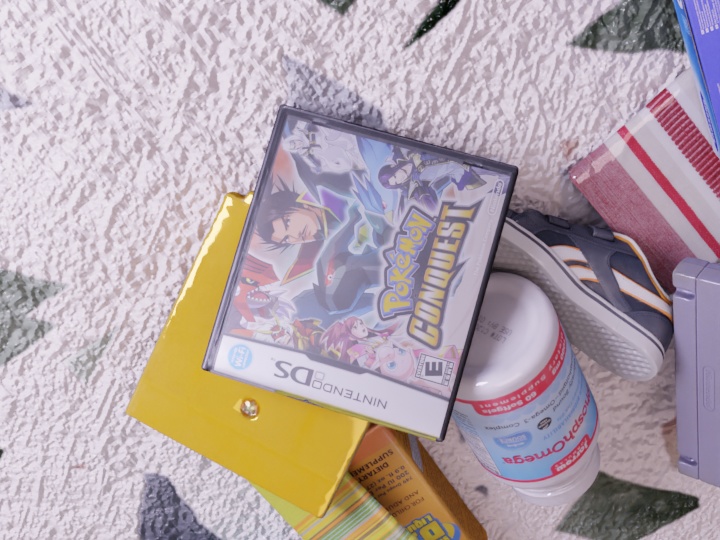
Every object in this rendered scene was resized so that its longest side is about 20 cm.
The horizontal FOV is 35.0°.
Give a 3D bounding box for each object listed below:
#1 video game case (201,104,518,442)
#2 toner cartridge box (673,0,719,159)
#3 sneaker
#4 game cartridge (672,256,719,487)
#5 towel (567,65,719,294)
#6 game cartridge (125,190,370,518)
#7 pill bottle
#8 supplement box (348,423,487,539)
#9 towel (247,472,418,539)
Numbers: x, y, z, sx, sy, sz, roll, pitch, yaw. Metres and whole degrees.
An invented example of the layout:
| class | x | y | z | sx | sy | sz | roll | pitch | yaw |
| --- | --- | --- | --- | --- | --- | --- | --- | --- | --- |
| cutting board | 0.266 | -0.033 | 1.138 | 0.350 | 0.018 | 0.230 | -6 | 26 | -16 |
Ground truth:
| class | x | y | z | sx | sy | sz | roll | pitch | yaw |
| --- | --- | --- | --- | --- | --- | --- | --- | --- | --- |
| video game case | 0.000 | 0.000 | 0.815 | 0.179 | 0.026 | 0.202 | 16 | 85 | 8 |
| toner cartridge box | 0.279 | -0.184 | 0.819 | 0.094 | 0.043 | 0.201 | -18 | 113 | 9 |
| sneaker | 0.161 | -0.001 | 0.895 | 0.199 | 0.078 | 0.080 | 37 | 62 | -9 |
| game cartridge | 0.304 | 0.092 | 0.874 | 0.129 | 0.038 | 0.201 | 14 | 128 | 35 |
| towel | 0.279 | -0.092 | 0.896 | 0.200 | 0.023 | 0.144 | -41 | 112 | 10 |
| game cartridge | -0.061 | 0.060 | 0.868 | 0.175 | 0.032 | 0.201 | 28 | 98 | 4 |
| pill bottle | 0.126 | 0.102 | 0.900 | 0.108 | 0.109 | 0.200 | -27 | 134 | 5 |
| supplement box | 0.040 | 0.194 | 0.972 | 0.066 | 0.069 | 0.201 | -31 | 117 | 9 |
| towel | -0.046 | 0.166 | 0.917 | 0.200 | 0.018 | 0.086 | 46 | 126 | 0 |
